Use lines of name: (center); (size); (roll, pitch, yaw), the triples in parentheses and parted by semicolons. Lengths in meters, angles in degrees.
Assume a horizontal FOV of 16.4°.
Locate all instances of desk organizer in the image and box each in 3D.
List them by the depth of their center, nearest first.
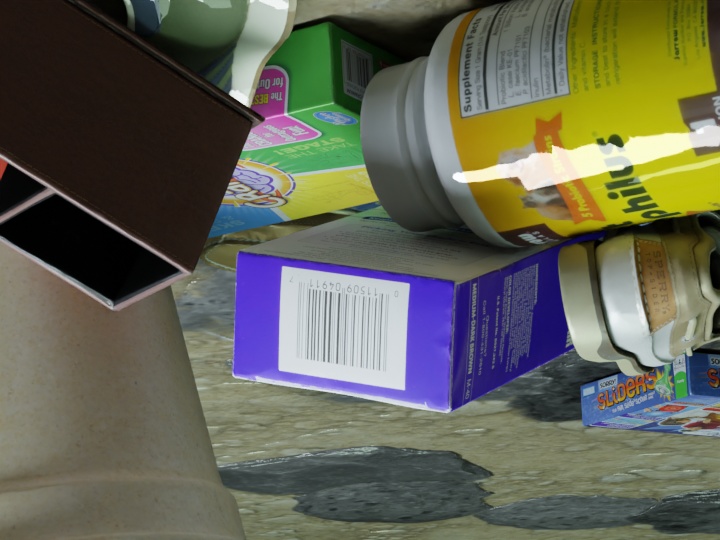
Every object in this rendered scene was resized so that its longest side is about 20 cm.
desk organizer: (-0.145, -0.071, 0.968); (0.200, 0.077, 0.072); (33, 150, -23)

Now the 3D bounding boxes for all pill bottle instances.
pill bottle: (0.104, -0.072, 1.093); (0.200, 0.109, 0.109); (-11, 163, 30)

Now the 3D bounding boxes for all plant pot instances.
plant pot: (-0.160, 0.075, 1.275); (0.200, 0.184, 0.200); (-8, 163, -2)

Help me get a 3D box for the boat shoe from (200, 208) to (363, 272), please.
boat shoe: (0.000, 0.000, 1.410); (0.200, 0.076, 0.072); (3, 164, -21)

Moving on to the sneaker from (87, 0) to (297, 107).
sneaker: (-0.086, -0.100, 1.047); (0.090, 0.067, 0.200); (6, 159, -12)

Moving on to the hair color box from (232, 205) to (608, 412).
hair color box: (0.034, 0.011, 1.160); (0.109, 0.065, 0.200); (8, -166, 25)

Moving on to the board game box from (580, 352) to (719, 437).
board game box: (0.289, 0.099, 1.918); (0.200, 0.035, 0.135); (7, 163, -31)

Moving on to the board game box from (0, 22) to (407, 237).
board game box: (-0.058, -0.063, 1.231); (0.200, 0.040, 0.153); (-12, 163, 30)

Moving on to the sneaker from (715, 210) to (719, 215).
sneaker: (0.163, -0.046, 1.207); (0.072, 0.083, 0.200); (-44, 180, -22)

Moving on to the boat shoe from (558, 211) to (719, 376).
boat shoe: (0.147, 0.010, 1.159); (0.068, 0.075, 0.200); (-11, -179, 16)

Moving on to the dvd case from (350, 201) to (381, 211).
dvd case: (0.104, -0.047, 1.365); (0.200, 0.018, 0.143); (9, 160, -36)
